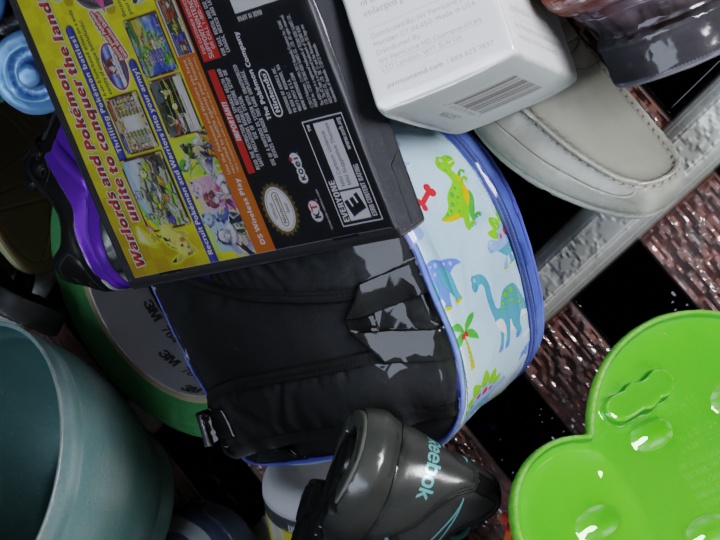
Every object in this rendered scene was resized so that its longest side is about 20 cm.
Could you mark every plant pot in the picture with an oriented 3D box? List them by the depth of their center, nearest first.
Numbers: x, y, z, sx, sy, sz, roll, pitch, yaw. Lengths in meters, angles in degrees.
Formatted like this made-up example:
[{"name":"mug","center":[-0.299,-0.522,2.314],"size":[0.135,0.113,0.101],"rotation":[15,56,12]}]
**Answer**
[{"name":"plant pot","center":[-0.209,0.147,1.164],"size":[0.200,0.134,0.200],"rotation":[-19,61,38]}]

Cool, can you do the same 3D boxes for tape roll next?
[{"name":"tape roll","center":[-0.107,0.006,1.105],"size":[0.200,0.048,0.201],"rotation":[21,125,33]}]

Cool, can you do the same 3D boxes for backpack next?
[{"name":"backpack","center":[0.000,0.000,0.934],"size":[0.200,0.147,0.183],"rotation":[-6,111,46]}]

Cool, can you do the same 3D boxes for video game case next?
[{"name":"video game case","center":[-0.078,-0.097,0.832],"size":[0.181,0.025,0.200],"rotation":[-10,107,39]}]

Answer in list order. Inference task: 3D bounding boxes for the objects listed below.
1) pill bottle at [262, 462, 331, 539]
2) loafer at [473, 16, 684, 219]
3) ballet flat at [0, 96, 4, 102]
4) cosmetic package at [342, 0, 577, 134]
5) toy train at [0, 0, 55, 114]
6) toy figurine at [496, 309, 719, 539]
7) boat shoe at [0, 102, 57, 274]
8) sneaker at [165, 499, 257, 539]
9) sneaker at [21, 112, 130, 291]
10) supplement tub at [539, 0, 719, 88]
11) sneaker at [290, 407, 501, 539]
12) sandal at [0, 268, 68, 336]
[{"name":"pill bottle","center":[0.010,0.199,1.062],"size":[0.112,0.112,0.200],"rotation":[9,118,38]},{"name":"loafer","center":[0.078,-0.102,0.865],"size":[0.200,0.070,0.070],"rotation":[40,142,19]},{"name":"ballet flat","center":[-0.250,-0.197,1.107],"size":[0.200,0.073,0.073],"rotation":[54,136,3]},{"name":"cosmetic package","center":[0.025,-0.170,0.805],"size":[0.074,0.102,0.200],"rotation":[-22,80,20]},{"name":"toy train","center":[-0.175,-0.171,0.919],"size":[0.114,0.087,0.200],"rotation":[-40,102,18]},{"name":"toy figurine","center":[0.126,0.133,0.889],"size":[0.150,0.200,0.184],"rotation":[60,150,15]},{"name":"boat shoe","center":[-0.248,-0.091,1.165],"size":[0.063,0.073,0.201],"rotation":[-17,101,58]},{"name":"sneaker","center":[-0.154,0.208,1.234],"size":[0.200,0.082,0.070],"rotation":[-13,104,45]},{"name":"sneaker","center":[-0.153,-0.083,1.020],"size":[0.099,0.070,0.200],"rotation":[-11,74,27]},{"name":"supplement tub","center":[0.107,-0.184,0.769],"size":[0.107,0.107,0.200],"rotation":[-16,102,45]},{"name":"sneaker","center":[0.009,0.136,0.898],"size":[0.079,0.075,0.200],"rotation":[15,153,-8]},{"name":"sandal","center":[-0.251,-0.007,1.206],"size":[0.200,0.075,0.048],"rotation":[25,90,49]}]
